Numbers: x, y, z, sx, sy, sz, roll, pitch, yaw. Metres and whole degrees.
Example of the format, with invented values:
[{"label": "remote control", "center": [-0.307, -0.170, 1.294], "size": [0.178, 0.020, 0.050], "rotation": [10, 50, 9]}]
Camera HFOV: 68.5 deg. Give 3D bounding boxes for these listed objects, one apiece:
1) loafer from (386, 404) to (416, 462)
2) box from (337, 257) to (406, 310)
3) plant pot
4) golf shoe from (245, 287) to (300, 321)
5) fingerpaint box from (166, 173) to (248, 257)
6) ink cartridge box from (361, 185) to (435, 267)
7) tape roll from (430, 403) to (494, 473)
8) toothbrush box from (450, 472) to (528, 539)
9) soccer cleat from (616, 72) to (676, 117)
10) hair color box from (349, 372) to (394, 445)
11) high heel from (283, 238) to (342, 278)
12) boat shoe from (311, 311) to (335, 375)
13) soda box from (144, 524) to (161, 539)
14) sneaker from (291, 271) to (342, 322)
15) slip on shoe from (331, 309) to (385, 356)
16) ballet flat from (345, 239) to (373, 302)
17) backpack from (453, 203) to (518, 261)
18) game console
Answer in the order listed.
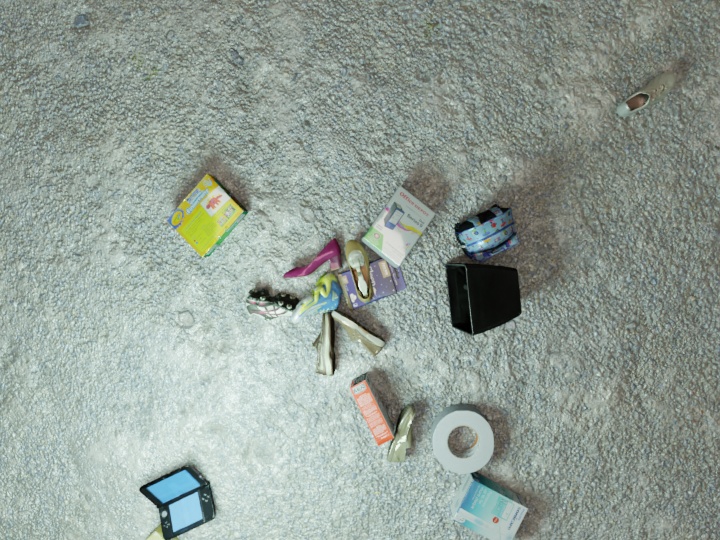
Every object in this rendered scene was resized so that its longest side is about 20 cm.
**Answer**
[{"label": "loafer", "center": [0.142, 0.525, 1.696], "size": [0.067, 0.076, 0.204], "rotation": [19, 104, 1]}, {"label": "box", "center": [0.037, 0.036, 1.691], "size": [0.196, 0.032, 0.124], "rotation": [-21, 92, 3]}, {"label": "plant pot", "center": [0.375, 0.070, 1.600], "size": [0.173, 0.200, 0.205], "rotation": [-8, 93, -7]}, {"label": "golf shoe", "center": [-0.271, 0.120, 1.704], "size": [0.195, 0.078, 0.090], "rotation": [14, 121, -1]}, {"label": "fingerpaint box", "center": [-0.485, -0.174, 1.687], "size": [0.167, 0.073, 0.200], "rotation": [43, 94, -1]}, {"label": "ink cartridge box", "center": [0.117, -0.134, 1.635], "size": [0.144, 0.088, 0.202], "rotation": [37, 84, 0]}, {"label": "tape roll", "center": [0.324, 0.536, 1.687], "size": [0.195, 0.066, 0.206], "rotation": [0, 94, 3]}, {"label": "toothbrush box", "center": [0.407, 0.757, 1.686], "size": [0.197, 0.085, 0.149], "rotation": [27, 95, 0]}, {"label": "soccer cleat", "center": [0.865, -0.526, 1.584], "size": [0.198, 0.078, 0.070], "rotation": [-33, 91, 4]}, {"label": "hair color box", "center": [0.038, 0.437, 1.680], "size": [0.060, 0.102, 0.203], "rotation": [-26, 91, 4]}, {"label": "high heel", "center": [-0.157, -0.034, 1.683], "size": [0.195, 0.067, 0.099], "rotation": [-14, 92, -6]}, {"label": "boat shoe", "center": [-0.122, 0.236, 1.692], "size": [0.073, 0.075, 0.208], "rotation": [0, 94, 9]}, {"label": "soda box", "center": [-0.629, 0.949, 1.768], "size": [0.067, 0.064, 0.201], "rotation": [-40, 91, 5]}, {"label": "sneaker", "center": [-0.126, 0.105, 1.659], "size": [0.105, 0.075, 0.201], "rotation": [44, 70, -11]}, {"label": "slip on shoe", "center": [-0.015, 0.199, 1.683], "size": [0.198, 0.076, 0.061], "rotation": [34, 94, -9]}, {"label": "ballet flat", "center": [0.000, 0.000, 1.643], "size": [0.067, 0.063, 0.205], "rotation": [-18, 89, 4]}, {"label": "backpack", "center": [0.383, -0.112, 1.577], "size": [0.179, 0.200, 0.137], "rotation": [-25, 92, 4]}, {"label": "game console", "center": [-0.595, 0.757, 1.720], "size": [0.196, 0.119, 0.175], "rotation": [-25, 64, 5]}]
